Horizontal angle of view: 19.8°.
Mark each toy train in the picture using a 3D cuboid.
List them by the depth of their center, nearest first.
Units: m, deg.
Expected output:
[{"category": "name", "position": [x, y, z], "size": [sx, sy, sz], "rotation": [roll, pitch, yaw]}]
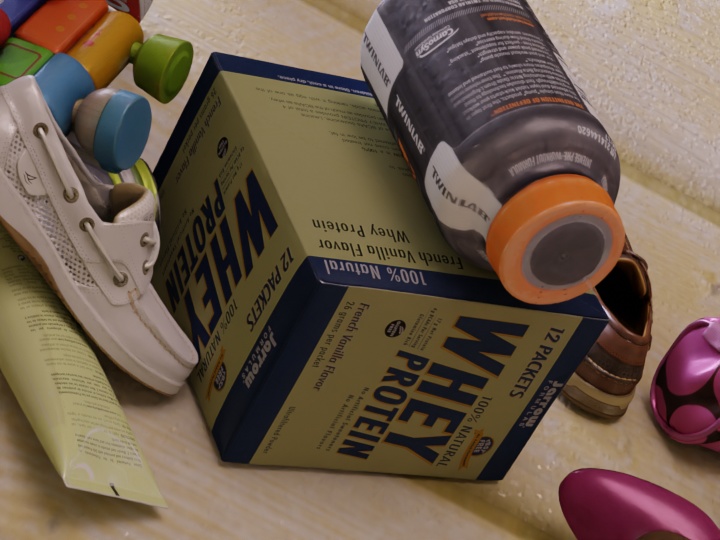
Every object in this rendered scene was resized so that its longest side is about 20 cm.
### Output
[{"category": "toy train", "position": [-0.145, -0.133, 1.176], "size": [0.115, 0.085, 0.200], "rotation": [21, 42, 13]}]

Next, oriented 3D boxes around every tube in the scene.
[{"category": "tube", "position": [-0.168, 0.044, 1.083], "size": [0.058, 0.052, 0.200], "rotation": [-18, 55, -24]}]

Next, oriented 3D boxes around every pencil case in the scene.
[{"category": "pencil case", "position": [0.294, 0.083, 1.361], "size": [0.199, 0.094, 0.091], "rotation": [10, 35, -29]}]

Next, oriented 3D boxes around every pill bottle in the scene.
[{"category": "pill bottle", "position": [0.076, -0.072, 1.129], "size": [0.106, 0.107, 0.200], "rotation": [10, 36, -29]}]

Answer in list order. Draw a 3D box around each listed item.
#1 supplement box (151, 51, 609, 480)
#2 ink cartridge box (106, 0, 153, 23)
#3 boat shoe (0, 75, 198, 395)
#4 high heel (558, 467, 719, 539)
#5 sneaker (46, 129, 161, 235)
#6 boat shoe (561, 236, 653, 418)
[{"category": "supplement box", "position": [0.000, 0.000, 1.196], "size": [0.199, 0.135, 0.200], "rotation": [7, 38, -32]}, {"category": "ink cartridge box", "position": [-0.200, -0.265, 1.349], "size": [0.175, 0.084, 0.200], "rotation": [31, -10, 1]}, {"category": "boat shoe", "position": [-0.137, -0.017, 1.094], "size": [0.200, 0.069, 0.071], "rotation": [53, 4, -30]}, {"category": "high heel", "position": [0.187, 0.189, 1.145], "size": [0.200, 0.068, 0.096], "rotation": [36, 22, 3]}, {"category": "sneaker", "position": [-0.190, -0.079, 1.214], "size": [0.081, 0.074, 0.200], "rotation": [-4, 44, -38]}, {"category": "boat shoe", "position": [0.167, 0.014, 1.376], "size": [0.072, 0.068, 0.201], "rotation": [23, 32, -11]}]
